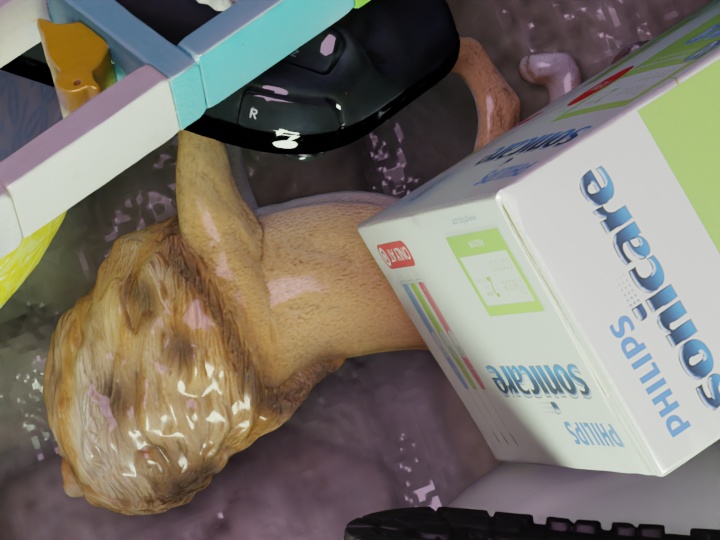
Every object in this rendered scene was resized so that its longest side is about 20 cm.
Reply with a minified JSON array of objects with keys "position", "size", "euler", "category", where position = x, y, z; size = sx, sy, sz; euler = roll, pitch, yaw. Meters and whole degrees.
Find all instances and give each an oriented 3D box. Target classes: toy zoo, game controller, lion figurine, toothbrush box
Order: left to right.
[{"position":[-0.083,-0.079,0.734],"size":[0.200,0.021,0.131],"euler":[-36,53,-22],"category":"toy zoo"},{"position":[-0.072,-0.080,0.791],"size":[0.199,0.104,0.042],"euler":[19,112,23],"category":"game controller"},{"position":[0.000,0.000,0.820],"size":[0.199,0.072,0.123],"euler":[-9,84,2],"category":"lion figurine"},{"position":[0.116,-0.032,0.747],"size":[0.199,0.146,0.086],"euler":[-33,96,-12],"category":"toothbrush box"}]

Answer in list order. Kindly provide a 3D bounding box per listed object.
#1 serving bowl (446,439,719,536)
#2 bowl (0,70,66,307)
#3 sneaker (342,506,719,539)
[{"position":[0.092,0.138,0.792],"size":[0.199,0.066,0.202],"euler":[-1,81,5],"category":"serving bowl"},{"position":[-0.175,-0.016,0.810],"size":[0.199,0.200,0.108],"euler":[9,124,7],"category":"bowl"},{"position":[0.092,0.117,0.736],"size":[0.199,0.076,0.088],"euler":[4,96,10],"category":"sneaker"}]
